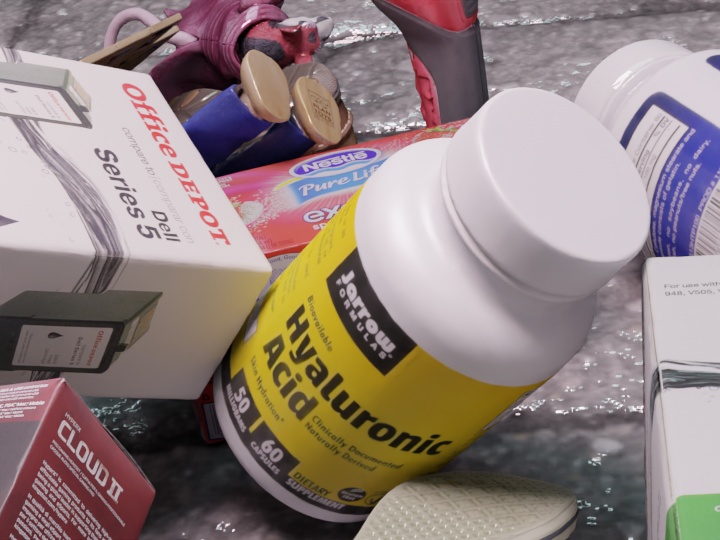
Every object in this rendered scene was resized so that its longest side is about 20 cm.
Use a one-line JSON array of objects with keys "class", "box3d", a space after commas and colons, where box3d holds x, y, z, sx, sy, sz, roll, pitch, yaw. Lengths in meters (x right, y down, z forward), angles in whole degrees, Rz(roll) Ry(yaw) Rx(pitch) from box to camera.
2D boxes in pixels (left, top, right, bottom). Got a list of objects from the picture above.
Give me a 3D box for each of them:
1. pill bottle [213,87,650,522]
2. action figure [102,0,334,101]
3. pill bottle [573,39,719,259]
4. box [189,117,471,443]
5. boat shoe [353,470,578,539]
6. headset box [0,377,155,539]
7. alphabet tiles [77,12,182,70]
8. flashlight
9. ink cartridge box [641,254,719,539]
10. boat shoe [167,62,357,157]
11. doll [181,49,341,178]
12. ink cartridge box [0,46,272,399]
[{"class": "pill bottle", "box3d": [0.028, 0.015, 0.721, 0.111, 0.200, 0.112, 20, 48, -23]}, {"class": "action figure", "box3d": [-0.076, -0.151, 1.088, 0.148, 0.135, 0.200, 6, 5, -18]}, {"class": "pill bottle", "box3d": [0.192, -0.044, 0.877, 0.119, 0.120, 0.200, -17, 31, -16]}, {"class": "box", "box3d": [0.000, 0.000, 0.869, 0.199, 0.100, 0.096, -14, 30, -9]}, {"class": "boat shoe", "box3d": [0.030, 0.130, 0.680, 0.074, 0.063, 0.200, 9, 19, 24]}, {"class": "headset box", "box3d": [-0.176, 0.129, 0.639, 0.148, 0.077, 0.201, -7, 44, 28]}, {"class": "alphabet tiles", "box3d": [-0.196, -0.092, 1.047, 0.200, 0.006, 0.166, -31, 5, 38]}, {"class": "flashlight", "box3d": [0.037, -0.103, 0.935, 0.068, 0.201, 0.068, -14, 30, -10]}, {"class": "ink cartridge box", "box3d": [0.145, 0.102, 0.611, 0.083, 0.147, 0.200, -2, 31, 7]}, {"class": "boat shoe", "box3d": [-0.080, -0.066, 1.035, 0.199, 0.072, 0.076, -6, 37, 46]}, {"class": "doll", "box3d": [-0.100, -0.035, 0.928, 0.200, 0.136, 0.049, -34, 55, 28]}, {"class": "ink cartridge box", "box3d": [-0.158, -0.024, 0.725, 0.199, 0.084, 0.146, 5, 39, -41]}]
